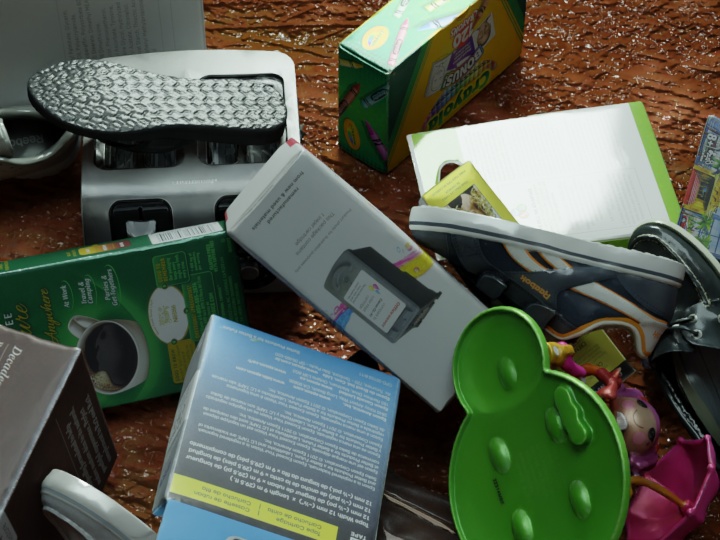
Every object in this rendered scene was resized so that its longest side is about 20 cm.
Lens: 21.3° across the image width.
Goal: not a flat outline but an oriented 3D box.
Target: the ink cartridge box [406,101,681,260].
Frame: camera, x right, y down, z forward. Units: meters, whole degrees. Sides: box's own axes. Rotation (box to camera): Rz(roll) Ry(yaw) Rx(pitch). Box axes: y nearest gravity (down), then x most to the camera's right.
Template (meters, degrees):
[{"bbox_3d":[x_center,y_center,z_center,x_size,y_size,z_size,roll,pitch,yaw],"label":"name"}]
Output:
[{"bbox_3d":[0.147,-0.052,1.553,0.200,0.076,0.148,-8,50,-5],"label":"ink cartridge box"}]

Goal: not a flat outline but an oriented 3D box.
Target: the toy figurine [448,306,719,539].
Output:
[{"bbox_3d":[0.168,0.126,1.338,0.184,0.150,0.200,8,56,-47],"label":"toy figurine"}]

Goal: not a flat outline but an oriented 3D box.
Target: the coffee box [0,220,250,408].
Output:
[{"bbox_3d":[-0.184,0.039,1.439,0.200,0.123,0.044,-12,18,-10],"label":"coffee box"}]

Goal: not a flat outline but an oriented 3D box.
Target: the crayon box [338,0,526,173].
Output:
[{"bbox_3d":[0.063,-0.189,1.643,0.058,0.119,0.200,31,56,24],"label":"crayon box"}]

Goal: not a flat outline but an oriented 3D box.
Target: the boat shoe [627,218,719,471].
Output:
[{"bbox_3d":[0.241,0.060,1.400,0.066,0.074,0.200,-27,96,-48],"label":"boat shoe"}]

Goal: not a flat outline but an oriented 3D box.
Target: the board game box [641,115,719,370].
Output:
[{"bbox_3d":[0.332,0.006,1.438,0.200,0.062,0.200,16,93,15],"label":"board game box"}]

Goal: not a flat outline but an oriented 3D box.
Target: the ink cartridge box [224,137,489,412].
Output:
[{"bbox_3d":[0.000,0.000,1.399,0.200,0.148,0.086,40,91,-9],"label":"ink cartridge box"}]

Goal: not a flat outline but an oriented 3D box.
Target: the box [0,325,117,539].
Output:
[{"bbox_3d":[-0.298,0.132,1.312,0.200,0.166,0.164,15,60,12],"label":"box"}]

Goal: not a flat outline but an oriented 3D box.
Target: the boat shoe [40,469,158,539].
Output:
[{"bbox_3d":[-0.149,0.217,1.265,0.069,0.200,0.072,-49,25,-22],"label":"boat shoe"}]

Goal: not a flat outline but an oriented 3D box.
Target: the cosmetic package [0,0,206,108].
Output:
[{"bbox_3d":[-0.244,-0.237,1.649,0.200,0.165,0.165,-10,50,-9],"label":"cosmetic package"}]

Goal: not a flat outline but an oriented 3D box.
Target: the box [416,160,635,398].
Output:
[{"bbox_3d":[0.120,0.015,1.436,0.050,0.075,0.200,-38,84,-9],"label":"box"}]

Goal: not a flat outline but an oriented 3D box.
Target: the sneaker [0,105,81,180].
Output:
[{"bbox_3d":[-0.321,-0.097,1.560,0.200,0.092,0.076,-22,89,-17],"label":"sneaker"}]

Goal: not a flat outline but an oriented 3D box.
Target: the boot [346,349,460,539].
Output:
[{"bbox_3d":[0.051,0.158,1.380,0.200,0.064,0.187,19,52,12],"label":"boot"}]

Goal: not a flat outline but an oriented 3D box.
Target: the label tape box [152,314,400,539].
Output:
[{"bbox_3d":[-0.060,0.141,1.279,0.143,0.066,0.200,20,49,-10],"label":"label tape box"}]

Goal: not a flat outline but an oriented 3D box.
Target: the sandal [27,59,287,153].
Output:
[{"bbox_3d":[-0.157,-0.115,1.473,0.200,0.048,0.075,6,47,-13],"label":"sandal"}]

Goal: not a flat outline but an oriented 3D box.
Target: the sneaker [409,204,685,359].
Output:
[{"bbox_3d":[0.125,0.009,1.361,0.200,0.078,0.080,15,90,5],"label":"sneaker"}]

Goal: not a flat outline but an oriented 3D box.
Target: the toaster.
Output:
[{"bbox_3d":[-0.131,-0.082,1.547,0.180,0.119,0.200,-2,49,-3],"label":"toaster"}]
